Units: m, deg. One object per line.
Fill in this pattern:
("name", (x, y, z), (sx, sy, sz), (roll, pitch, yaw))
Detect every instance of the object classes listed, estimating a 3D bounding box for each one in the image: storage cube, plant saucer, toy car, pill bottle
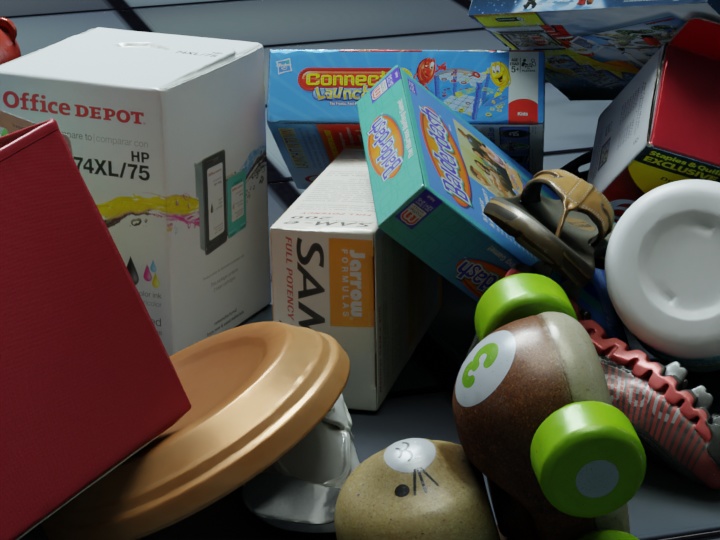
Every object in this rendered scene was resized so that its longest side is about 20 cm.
("storage cube", (-0.231, 0.046, 1.129), (0.171, 0.180, 0.200), (-13, 15, 44))
("plant saucer", (-0.101, 0.087, 1.200), (0.200, 0.037, 0.200), (-28, 16, 9))
("toy car", (0.038, 0.113, 1.107), (0.200, 0.158, 0.164), (-14, 30, -3))
("pill bottle", (0.221, 0.008, 1.368), (0.111, 0.111, 0.200), (4, -6, 12))

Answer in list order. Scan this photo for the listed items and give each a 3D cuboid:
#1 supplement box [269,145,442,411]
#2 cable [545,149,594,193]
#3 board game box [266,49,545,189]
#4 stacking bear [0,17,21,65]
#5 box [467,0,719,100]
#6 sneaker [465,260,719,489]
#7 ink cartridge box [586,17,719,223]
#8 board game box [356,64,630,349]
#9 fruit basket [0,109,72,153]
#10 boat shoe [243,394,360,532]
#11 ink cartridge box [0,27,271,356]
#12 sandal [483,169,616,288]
("supplement box", (0.000, 0.000, 1.436), (0.073, 0.126, 0.200), (4, 19, 14))
("cable", (0.130, -0.043, 1.589), (0.200, 0.051, 0.163), (-20, -12, 25))
("board game box", (0.039, -0.109, 1.559), (0.196, 0.056, 0.200), (1, -11, 4))
("stacking bear", (-0.293, -0.095, 1.605), (0.121, 0.200, 0.114), (6, 21, 19))
("box", (0.193, -0.164, 1.452), (0.200, 0.038, 0.137), (3, -20, 42))
("sneaker", (0.144, 0.082, 1.280), (0.200, 0.071, 0.098), (38, 81, 28))
("ink cartridge box", (0.276, -0.077, 1.425), (0.200, 0.084, 0.176), (16, -22, -8))
("board game box", (0.088, -0.031, 1.408), (0.200, 0.045, 0.152), (37, 24, -27))
("fruit basket", (-0.217, -0.016, 1.379), (0.094, 0.200, 0.185), (-17, 24, -35))
("boat shoe", (-0.037, 0.093, 1.263), (0.072, 0.066, 0.200), (-3, 19, -6))
("ink cartridge box", (-0.161, -0.058, 1.496), (0.147, 0.200, 0.146), (8, 21, 25))
("sandal", (0.135, -0.033, 1.330), (0.082, 0.055, 0.200), (37, 14, 16))
